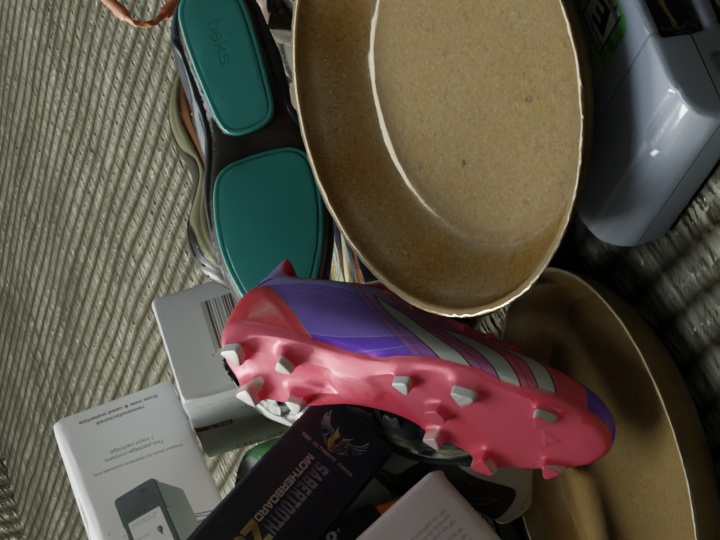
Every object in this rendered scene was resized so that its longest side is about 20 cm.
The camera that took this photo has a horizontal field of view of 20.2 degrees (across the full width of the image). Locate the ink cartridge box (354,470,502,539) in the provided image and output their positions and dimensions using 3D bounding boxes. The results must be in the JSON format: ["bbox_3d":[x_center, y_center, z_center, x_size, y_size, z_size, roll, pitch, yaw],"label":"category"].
[{"bbox_3d":[0.044,0.221,0.952,0.200,0.145,0.084,48,159,6],"label":"ink cartridge box"}]

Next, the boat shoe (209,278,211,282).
[{"bbox_3d":[-0.088,0.030,1.455,0.072,0.066,0.201,-128,31,-51],"label":"boat shoe"}]

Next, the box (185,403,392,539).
[{"bbox_3d":[-0.078,0.162,1.013,0.051,0.158,0.200,41,144,1],"label":"box"}]

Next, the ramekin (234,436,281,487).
[{"bbox_3d":[-0.008,0.188,1.269,0.200,0.097,0.201,168,90,-71],"label":"ramekin"}]

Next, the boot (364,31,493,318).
[{"bbox_3d":[0.038,-0.074,1.023,0.138,0.077,0.201,120,149,-86],"label":"boot"}]

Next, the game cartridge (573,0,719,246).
[{"bbox_3d":[0.096,-0.118,0.866,0.133,0.040,0.201,107,146,-63],"label":"game cartridge"}]

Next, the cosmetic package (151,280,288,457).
[{"bbox_3d":[-0.069,0.059,1.298,0.200,0.101,0.074,82,170,-74],"label":"cosmetic package"}]

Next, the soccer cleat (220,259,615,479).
[{"bbox_3d":[0.029,0.040,0.941,0.199,0.077,0.067,11,140,25],"label":"soccer cleat"}]

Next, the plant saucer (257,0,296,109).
[{"bbox_3d":[-0.047,-0.112,1.291,0.200,0.032,0.201,169,90,-72],"label":"plant saucer"}]

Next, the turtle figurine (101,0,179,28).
[{"bbox_3d":[-0.095,-0.241,1.147,0.064,0.161,0.201,119,135,-63],"label":"turtle figurine"}]

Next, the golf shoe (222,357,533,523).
[{"bbox_3d":[0.007,0.080,1.044,0.200,0.078,0.095,20,143,45],"label":"golf shoe"}]

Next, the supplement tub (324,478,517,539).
[{"bbox_3d":[0.034,0.183,1.104,0.123,0.122,0.201,122,132,-65],"label":"supplement tub"}]

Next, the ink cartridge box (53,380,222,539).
[{"bbox_3d":[-0.117,0.197,1.278,0.146,0.084,0.200,84,162,-51],"label":"ink cartridge box"}]

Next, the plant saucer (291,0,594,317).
[{"bbox_3d":[0.041,-0.081,0.882,0.200,0.035,0.201,23,119,49],"label":"plant saucer"}]

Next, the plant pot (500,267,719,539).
[{"bbox_3d":[0.119,0.094,0.948,0.200,0.027,0.201,167,90,-72],"label":"plant pot"}]

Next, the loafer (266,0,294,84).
[{"bbox_3d":[-0.017,-0.156,1.093,0.200,0.072,0.063,111,174,-55],"label":"loafer"}]

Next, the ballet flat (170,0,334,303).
[{"bbox_3d":[-0.056,-0.061,1.102,0.073,0.073,0.201,130,127,-67],"label":"ballet flat"}]

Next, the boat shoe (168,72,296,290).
[{"bbox_3d":[-0.063,-0.072,1.218,0.074,0.075,0.200,-45,39,31],"label":"boat shoe"}]

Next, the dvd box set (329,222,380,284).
[{"bbox_3d":[0.000,0.000,1.159,0.200,0.029,0.147,88,169,-58],"label":"dvd box set"}]
